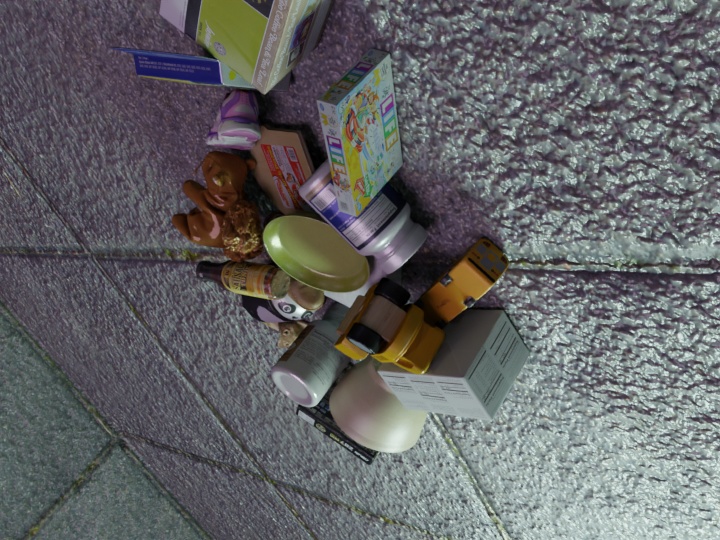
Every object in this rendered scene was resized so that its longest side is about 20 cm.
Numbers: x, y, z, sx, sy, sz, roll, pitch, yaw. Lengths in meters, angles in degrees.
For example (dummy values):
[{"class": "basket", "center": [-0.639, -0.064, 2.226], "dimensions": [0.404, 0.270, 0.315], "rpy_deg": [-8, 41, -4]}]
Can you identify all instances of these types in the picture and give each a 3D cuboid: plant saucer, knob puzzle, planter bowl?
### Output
[{"class": "plant saucer", "center": [-0.073, -0.036, 1.450], "dimensions": [0.200, 0.031, 0.200], "rpy_deg": [17, 146, 12]}, {"class": "knob puzzle", "center": [-0.127, -0.169, 1.460], "dimensions": [0.220, 0.030, 0.220], "rpy_deg": [37, 147, 30]}, {"class": "planter bowl", "center": [0.054, 0.245, 1.667], "dimensions": [0.200, 0.200, 0.135], "rpy_deg": [33, 121, 11]}]

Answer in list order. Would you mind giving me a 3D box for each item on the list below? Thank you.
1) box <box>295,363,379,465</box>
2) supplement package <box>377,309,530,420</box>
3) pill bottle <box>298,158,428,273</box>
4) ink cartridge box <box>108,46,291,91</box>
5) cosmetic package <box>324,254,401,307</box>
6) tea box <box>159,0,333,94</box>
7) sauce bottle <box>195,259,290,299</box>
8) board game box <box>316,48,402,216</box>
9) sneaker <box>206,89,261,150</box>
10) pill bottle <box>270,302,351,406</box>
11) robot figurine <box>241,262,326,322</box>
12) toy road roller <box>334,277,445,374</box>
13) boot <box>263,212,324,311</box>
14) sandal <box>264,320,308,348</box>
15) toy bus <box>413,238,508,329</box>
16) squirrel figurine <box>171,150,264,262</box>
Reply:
[{"class": "box", "center": [-0.016, 0.301, 1.812], "dimensions": [0.200, 0.161, 0.049], "rpy_deg": [32, 148, 11]}, {"class": "supplement package", "center": [0.162, 0.159, 1.451], "dimensions": [0.200, 0.156, 0.111], "rpy_deg": [-2, 132, 47]}, {"class": "pill bottle", "center": [0.007, -0.096, 1.334], "dimensions": [0.200, 0.116, 0.116], "rpy_deg": [45, 148, -9]}, {"class": "ink cartridge box", "center": [-0.245, -0.305, 1.276], "dimensions": [0.197, 0.200, 0.047], "rpy_deg": [15, 106, 35]}, {"class": "cosmetic package", "center": [0.000, 0.000, 1.524], "dimensions": [0.151, 0.052, 0.200], "rpy_deg": [28, 147, 21]}, {"class": "tea box", "center": [-0.146, -0.386, 1.115], "dimensions": [0.197, 0.134, 0.200], "rpy_deg": [39, 149, 3]}, {"class": "sauce bottle", "center": [-0.227, 0.014, 1.571], "dimensions": [0.200, 0.066, 0.066], "rpy_deg": [6, 136, 32]}, {"class": "board game box", "center": [0.004, -0.195, 1.196], "dimensions": [0.034, 0.135, 0.200], "rpy_deg": [21, 144, 27]}, {"class": "sneaker", "center": [-0.212, -0.256, 1.411], "dimensions": [0.080, 0.089, 0.200], "rpy_deg": [2, 179, -19]}, {"class": "pill bottle", "center": [-0.078, 0.164, 1.668], "dimensions": [0.114, 0.200, 0.114], "rpy_deg": [27, 147, 20]}, {"class": "robot figurine", "center": [-0.161, 0.045, 1.677], "dimensions": [0.200, 0.150, 0.125], "rpy_deg": [-8, 113, 50]}, {"class": "toy road roller", "center": [0.052, 0.107, 1.409], "dimensions": [0.146, 0.123, 0.200], "rpy_deg": [34, 167, -8]}, {"class": "boot", "center": [-0.123, -0.014, 1.550], "dimensions": [0.200, 0.074, 0.075], "rpy_deg": [65, 165, -7]}, {"class": "sandal", "center": [-0.172, 0.144, 1.865], "dimensions": [0.211, 0.070, 0.078], "rpy_deg": [24, 145, 23]}, {"class": "toy bus", "center": [0.158, 0.027, 1.366], "dimensions": [0.065, 0.078, 0.200], "rpy_deg": [41, 148, 0]}, {"class": "squirrel figurine", "center": [-0.235, -0.120, 1.528], "dimensions": [0.200, 0.141, 0.187], "rpy_deg": [49, 139, 19]}]
